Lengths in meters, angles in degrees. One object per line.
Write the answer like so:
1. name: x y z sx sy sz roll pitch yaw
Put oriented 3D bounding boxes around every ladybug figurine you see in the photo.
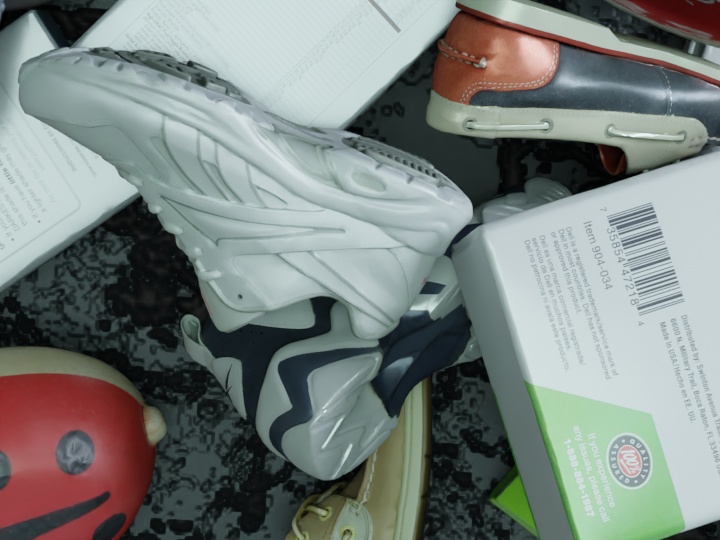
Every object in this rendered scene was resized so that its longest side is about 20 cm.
1. ladybug figurine: -0.183 0.111 1.026 0.199 0.072 0.136 -25 120 -4

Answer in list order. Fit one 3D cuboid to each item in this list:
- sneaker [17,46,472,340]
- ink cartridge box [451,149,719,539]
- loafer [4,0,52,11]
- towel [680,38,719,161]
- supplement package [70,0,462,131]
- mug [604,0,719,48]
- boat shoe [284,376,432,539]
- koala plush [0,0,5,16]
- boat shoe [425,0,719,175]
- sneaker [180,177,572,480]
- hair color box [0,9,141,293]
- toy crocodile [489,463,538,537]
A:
1. sneaker: -0.058 -0.026 0.921 0.199 0.078 0.100 23 100 -5
2. ink cartridge box: 0.157 0.026 0.944 0.198 0.084 0.147 -17 86 -8
3. loafer: -0.215 -0.180 0.997 0.198 0.073 0.071 20 134 -4
4. towel: 0.242 -0.071 1.056 0.189 0.032 0.202 16 96 -4
5. supplement package: -0.019 -0.131 1.001 0.200 0.110 0.114 -43 96 4
6. mug: 0.191 -0.201 0.966 0.176 0.133 0.201 25 86 12
7. boat shoe: -0.005 0.139 1.050 0.066 0.074 0.202 9 88 4
8. koala plush: -0.274 -0.109 0.955 0.183 0.199 0.179 -34 123 -33
9. boat shoe: 0.115 -0.074 0.975 0.199 0.071 0.063 11 100 -35
10. sneaker: 0.000 0.000 1.033 0.129 0.080 0.199 33 63 30
11. hair color box: -0.204 -0.026 1.033 0.199 0.061 0.099 -34 96 2
12. toy crocodile: 0.132 0.050 1.044 0.067 0.062 0.201 33 115 -3
